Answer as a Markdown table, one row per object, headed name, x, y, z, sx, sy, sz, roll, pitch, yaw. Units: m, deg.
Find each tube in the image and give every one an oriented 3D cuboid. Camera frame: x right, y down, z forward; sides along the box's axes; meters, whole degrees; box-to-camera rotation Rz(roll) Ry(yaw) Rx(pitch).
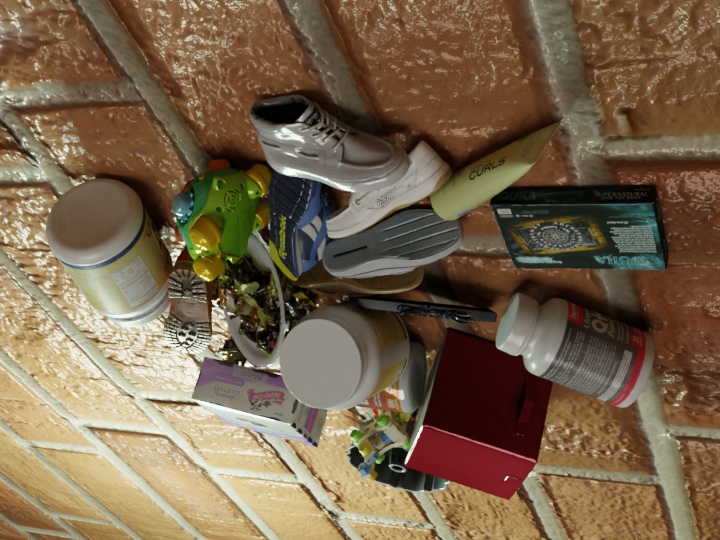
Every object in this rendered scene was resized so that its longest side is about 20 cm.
| name | x | y | z | sx | sy | sz | roll | pitch | yaw |
| --- | --- | --- | --- | --- | --- | --- | --- | --- | --- |
| tube | 0.156 | -0.114 | 1.259 | 0.051 | 0.059 | 0.199 | 5 | 162 | -30 |

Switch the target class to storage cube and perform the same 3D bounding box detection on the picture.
| name | x | y | z | sx | sy | sz | roll | pitch | yaw |
| --- | --- | --- | --- | --- | --- | --- | --- | --- | --- |
| storage cube | 0.182 | 0.226 | 1.673 | 0.178 | 0.172 | 0.201 | 18 | 149 | 1 |

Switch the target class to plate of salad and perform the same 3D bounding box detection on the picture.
| name | x | y | z | sx | sy | sz | roll | pitch | yaw |
| --- | --- | --- | --- | --- | --- | --- | --- | --- | --- |
| plate of salad | -0.166 | 0.041 | 1.549 | 0.048 | 0.202 | 0.200 | -11 | 164 | -32 |

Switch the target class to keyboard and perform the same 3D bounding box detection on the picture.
| name | x | y | z | sx | sy | sz | roll | pitch | yaw |
| --- | --- | --- | --- | --- | --- | --- | --- | --- | --- |
| keyboard | 0.093 | 0.056 | 1.512 | 0.197 | 0.021 | 0.127 | 5 | -178 | 0 |

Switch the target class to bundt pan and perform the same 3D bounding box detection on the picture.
| name | x | y | z | sx | sy | sz | roll | pitch | yaw |
| --- | --- | --- | --- | --- | --- | --- | --- | --- | --- |
| bundt pan | 0.077 | 0.329 | 1.980 | 0.199 | 0.076 | 0.203 | 13 | 148 | 8 |

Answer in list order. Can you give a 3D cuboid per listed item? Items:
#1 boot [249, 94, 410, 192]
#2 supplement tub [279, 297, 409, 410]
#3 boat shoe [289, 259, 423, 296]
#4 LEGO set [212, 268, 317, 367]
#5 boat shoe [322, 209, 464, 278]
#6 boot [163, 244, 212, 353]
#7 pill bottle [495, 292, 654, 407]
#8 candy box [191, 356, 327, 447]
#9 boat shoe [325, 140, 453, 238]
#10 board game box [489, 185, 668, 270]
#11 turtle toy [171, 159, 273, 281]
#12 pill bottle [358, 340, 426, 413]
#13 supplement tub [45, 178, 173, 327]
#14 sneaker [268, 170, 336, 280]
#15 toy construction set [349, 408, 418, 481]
| name | x | y | z | sx | sy | sz | roll | pitch | yaw |
| --- | --- | --- | --- | --- | --- | --- | --- | --- | --- |
| boot | -0.043 | -0.154 | 1.277 | 0.198 | 0.074 | 0.096 | 8 | 148 | 28 |
| supplement tub | -0.022 | 0.119 | 1.557 | 0.144 | 0.148 | 0.200 | 5 | -175 | 20 |
| boat shoe | 0.000 | 0.000 | 1.521 | 0.197 | 0.075 | 0.069 | 4 | 170 | 20 |
| LEGO set | -0.170 | 0.086 | 1.683 | 0.198 | 0.117 | 0.154 | -2 | 144 | 29 |
| boat shoe | 0.048 | -0.033 | 1.436 | 0.198 | 0.075 | 0.067 | -9 | 164 | 22 |
| boot | -0.250 | 0.036 | 1.636 | 0.074 | 0.108 | 0.201 | 11 | 133 | -3 |
| pill bottle | 0.291 | 0.104 | 1.484 | 0.198 | 0.112 | 0.111 | 21 | 149 | -6 |
| candy box | -0.153 | 0.209 | 1.700 | 0.166 | 0.072 | 0.200 | 13 | 164 | 13 |
| boat shoe | 0.023 | -0.104 | 1.343 | 0.199 | 0.071 | 0.070 | -27 | 106 | 36 |
| board game box | 0.270 | -0.050 | 1.332 | 0.198 | 0.028 | 0.136 | 1 | 145 | 24 |
| turtle toy | -0.195 | -0.068 | 1.455 | 0.101 | 0.146 | 0.201 | 34 | 151 | 14 |
| pill bottle | -0.002 | 0.160 | 1.719 | 0.197 | 0.113 | 0.113 | 5 | 147 | 20 |
| supplement tub | -0.359 | -0.021 | 1.586 | 0.143 | 0.146 | 0.201 | 7 | 148 | 17 |
| sneaker | -0.072 | -0.079 | 1.426 | 0.074 | 0.082 | 0.201 | 45 | 146 | 27 |
| toy construction set | 0.026 | 0.239 | 1.792 | 0.131 | 0.201 | 0.092 | -42 | 128 | 14 |
